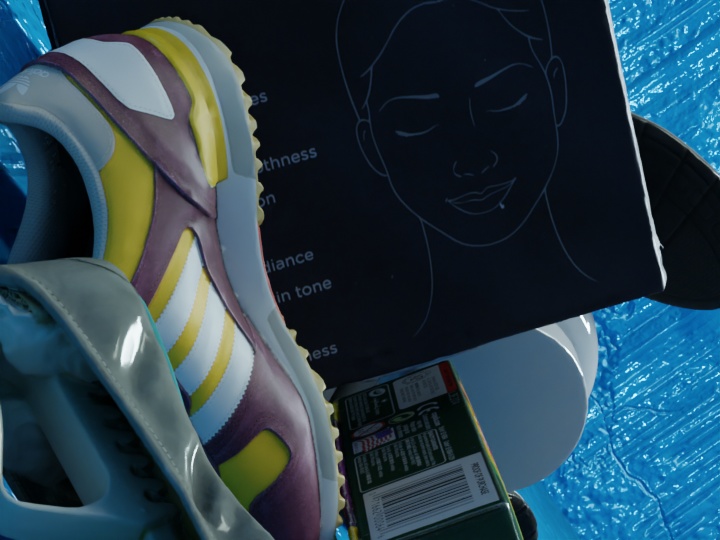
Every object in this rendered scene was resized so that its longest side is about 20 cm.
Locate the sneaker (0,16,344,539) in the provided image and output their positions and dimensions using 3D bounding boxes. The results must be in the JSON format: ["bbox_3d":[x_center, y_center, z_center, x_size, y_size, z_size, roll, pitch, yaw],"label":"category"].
[{"bbox_3d":[-0.071,0.023,0.759,0.075,0.090,0.201,-2,-73,50],"label":"sneaker"}]

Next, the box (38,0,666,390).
[{"bbox_3d":[-0.010,-0.072,0.868,0.124,0.199,0.198,-118,-166,-69],"label":"box"}]

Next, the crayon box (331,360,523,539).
[{"bbox_3d":[0.044,0.143,0.851,0.200,0.058,0.174,-104,175,-78],"label":"crayon box"}]

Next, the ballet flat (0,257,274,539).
[{"bbox_3d":[-0.056,0.074,0.569,0.063,0.068,0.200,3,41,-39],"label":"ballet flat"}]

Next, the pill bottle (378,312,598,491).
[{"bbox_3d":[0.053,0.027,1.106,0.113,0.112,0.200,54,8,-18],"label":"pill bottle"}]

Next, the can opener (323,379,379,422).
[{"bbox_3d":[0.000,0.000,1.007,0.066,0.201,0.053,16,-19,33],"label":"can opener"}]

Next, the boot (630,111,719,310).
[{"bbox_3d":[0.098,-0.063,1.130,0.203,0.074,0.154,30,12,-5],"label":"boot"}]

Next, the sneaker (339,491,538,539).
[{"bbox_3d":[0.022,0.092,1.208,0.201,0.075,0.116,46,11,-53],"label":"sneaker"}]

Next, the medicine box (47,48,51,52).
[{"bbox_3d":[-0.059,-0.122,1.114,0.103,0.182,0.200,43,6,-13],"label":"medicine box"}]
